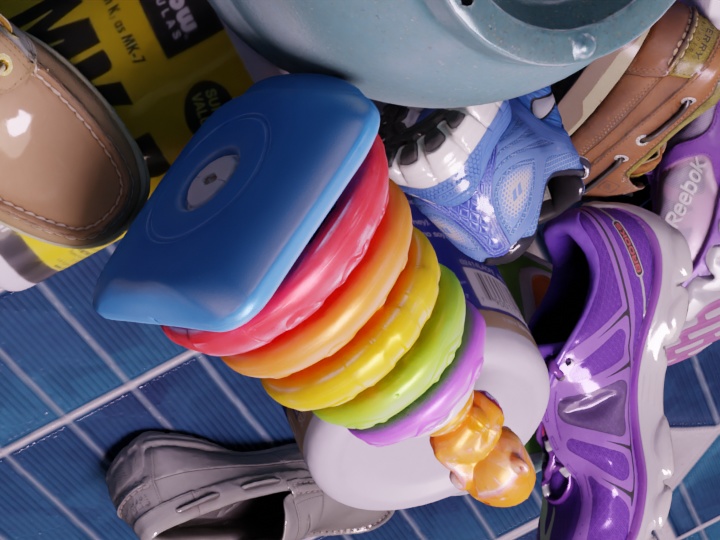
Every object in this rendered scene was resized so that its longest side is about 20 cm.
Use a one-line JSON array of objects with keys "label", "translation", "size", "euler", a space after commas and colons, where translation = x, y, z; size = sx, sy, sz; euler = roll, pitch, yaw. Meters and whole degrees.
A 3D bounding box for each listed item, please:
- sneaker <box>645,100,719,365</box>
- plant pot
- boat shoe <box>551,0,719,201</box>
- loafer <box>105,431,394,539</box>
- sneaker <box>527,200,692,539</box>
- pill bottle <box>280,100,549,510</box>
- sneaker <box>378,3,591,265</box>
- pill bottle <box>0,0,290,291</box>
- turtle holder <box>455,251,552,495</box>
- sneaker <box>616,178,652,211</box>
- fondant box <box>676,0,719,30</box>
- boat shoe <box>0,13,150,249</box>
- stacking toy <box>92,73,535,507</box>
[{"label": "sneaker", "translation": [0.178, -0.033, 1.040], "size": [0.080, 0.088, 0.201], "euler": [-20, 146, -42]}, {"label": "plant pot", "translation": [0.045, -0.145, 0.721], "size": [0.199, 0.134, 0.202], "euler": [-10, 113, -24]}, {"label": "boat shoe", "translation": [0.115, -0.061, 0.984], "size": [0.068, 0.072, 0.200], "euler": [26, 151, -6]}, {"label": "loafer", "translation": [-0.058, 0.141, 1.184], "size": [0.199, 0.070, 0.070], "euler": [7, 134, -37]}, {"label": "sneaker", "translation": [0.101, 0.066, 0.977], "size": [0.083, 0.202, 0.080], "euler": [8, 176, -29]}, {"label": "pill bottle", "translation": [0.000, 0.000, 0.928], "size": [0.115, 0.201, 0.116], "euler": [-15, 142, -12]}, {"label": "sneaker", "translation": [0.054, -0.062, 0.900], "size": [0.078, 0.200, 0.089], "euler": [-26, 111, 22]}, {"label": "pill bottle", "translation": [-0.088, -0.085, 0.841], "size": [0.199, 0.115, 0.114], "euler": [-29, 145, 4]}, {"label": "turtle holder", "translation": [0.053, 0.062, 1.082], "size": [0.131, 0.142, 0.186], "euler": [6, 139, -28]}, {"label": "sneaker", "translation": [0.217, -0.071, 1.092], "size": [0.199, 0.070, 0.078], "euler": [-25, 124, 8]}, {"label": "fondant box", "translation": [0.239, -0.178, 0.934], "size": [0.199, 0.059, 0.144], "euler": [-22, 162, -3]}, {"label": "boat shoe", "translation": [-0.166, -0.076, 0.751], "size": [0.200, 0.066, 0.074], "euler": [37, 95, -7]}, {"label": "stacking toy", "translation": [0.007, 0.028, 0.779], "size": [0.200, 0.116, 0.110], "euler": [45, 68, -27]}]
